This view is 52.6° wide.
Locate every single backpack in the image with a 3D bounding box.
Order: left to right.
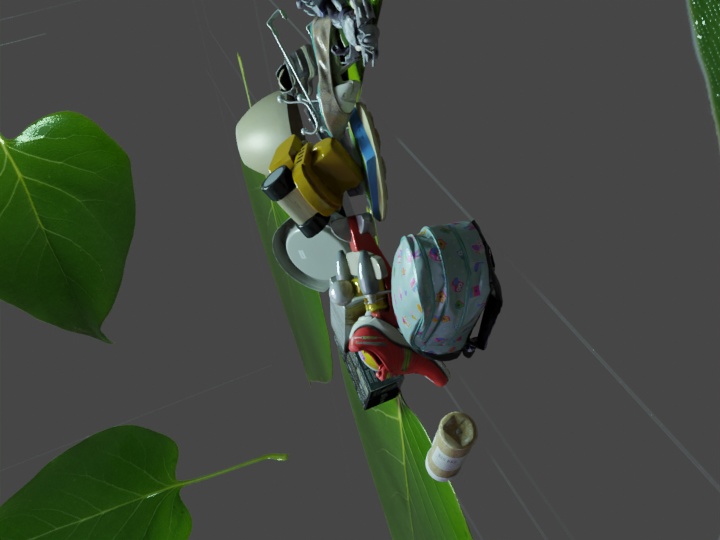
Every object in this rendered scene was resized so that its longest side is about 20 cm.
[{"bbox_3d":[0.107,0.024,0.972,0.201,0.125,0.169,105,147,-62],"label":"backpack"}]

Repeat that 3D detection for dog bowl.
[{"bbox_3d":[-0.081,-0.046,1.509,0.202,0.197,0.059,83,-156,-43],"label":"dog bowl"}]

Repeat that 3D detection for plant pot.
[{"bbox_3d":[-0.202,-0.294,1.632,0.200,0.132,0.203,-10,-90,-84],"label":"plant pot"}]

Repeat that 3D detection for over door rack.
[{"bbox_3d":[-0.089,-0.331,1.243,0.147,0.066,0.203,-29,-78,-61],"label":"over door rack"}]

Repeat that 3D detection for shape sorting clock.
[{"bbox_3d":[0.017,-0.183,1.230,0.200,0.039,0.203,164,90,-86],"label":"shape sorting clock"}]

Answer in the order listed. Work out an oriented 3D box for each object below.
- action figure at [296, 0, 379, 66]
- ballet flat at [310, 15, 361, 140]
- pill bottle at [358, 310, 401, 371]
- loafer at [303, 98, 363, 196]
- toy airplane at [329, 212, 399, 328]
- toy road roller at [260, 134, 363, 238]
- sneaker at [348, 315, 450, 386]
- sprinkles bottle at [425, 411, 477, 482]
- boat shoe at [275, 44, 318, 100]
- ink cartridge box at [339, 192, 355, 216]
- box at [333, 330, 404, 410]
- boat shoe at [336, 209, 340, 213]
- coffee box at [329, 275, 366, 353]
[{"bbox_3d":[-0.027,-0.379,1.080,0.201,0.069,0.131,57,157,36],"label":"action figure"},{"bbox_3d":[-0.036,-0.315,1.176,0.066,0.068,0.203,-6,98,32],"label":"ballet flat"},{"bbox_3d":[0.049,0.134,1.410,0.201,0.103,0.105,102,146,-66],"label":"pill bottle"},{"bbox_3d":[-0.049,-0.226,1.357,0.072,0.062,0.203,12,-121,-77],"label":"loafer"},{"bbox_3d":[0.000,0.000,1.255,0.199,0.140,0.201,48,168,33],"label":"toy airplane"},{"bbox_3d":[-0.068,-0.165,1.236,0.123,0.145,0.201,47,-156,-24],"label":"toy road roller"},{"bbox_3d":[0.063,0.155,1.254,0.199,0.086,0.077,32,165,-14],"label":"sneaker"},{"bbox_3d":[0.160,0.316,1.294,0.201,0.067,0.069,95,153,-59],"label":"sprinkles bottle"},{"bbox_3d":[-0.137,-0.398,1.486,0.200,0.072,0.075,137,113,-76],"label":"boat shoe"},{"bbox_3d":[-0.067,-0.141,1.547,0.094,0.037,0.203,-19,88,39],"label":"ink cartridge box"},{"bbox_3d":[0.015,0.195,1.673,0.164,0.085,0.202,99,149,-64],"label":"box"},{"bbox_3d":[-0.061,-0.170,1.477,0.200,0.073,0.067,127,156,-49],"label":"boat shoe"},{"bbox_3d":[0.001,0.076,1.504,0.201,0.113,0.080,91,154,-59],"label":"coffee box"}]
